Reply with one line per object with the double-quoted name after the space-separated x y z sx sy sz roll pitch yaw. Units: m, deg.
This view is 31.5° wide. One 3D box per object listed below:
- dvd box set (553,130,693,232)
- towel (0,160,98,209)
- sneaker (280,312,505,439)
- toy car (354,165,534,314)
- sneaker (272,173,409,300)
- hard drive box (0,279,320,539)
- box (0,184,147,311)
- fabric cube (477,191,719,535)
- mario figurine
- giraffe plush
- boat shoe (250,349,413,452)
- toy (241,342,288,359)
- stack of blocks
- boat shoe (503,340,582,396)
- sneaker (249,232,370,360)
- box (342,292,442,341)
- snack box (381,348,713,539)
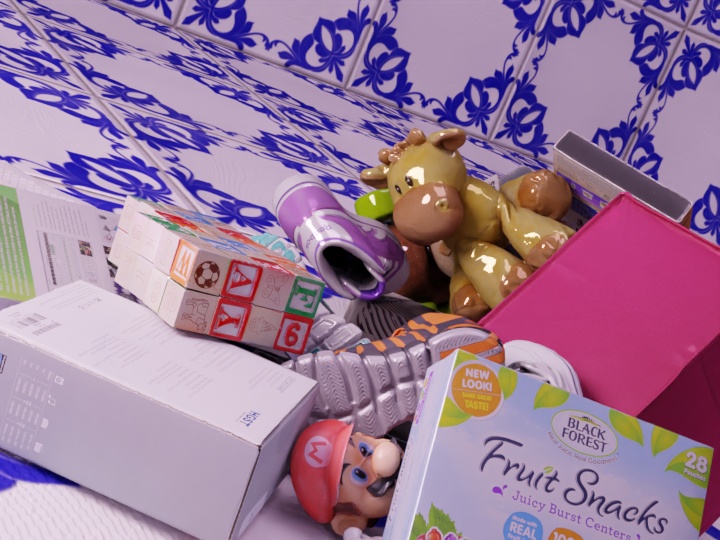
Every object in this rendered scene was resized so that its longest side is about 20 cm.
0.257 -0.038 1.270 0.146 0.029 0.201 35 -20 26 "dvd box set"
-0.320 -0.053 1.209 0.198 0.033 0.191 27 14 14 "towel"
0.014 0.085 0.993 0.197 0.079 0.112 -10 6 2 "sneaker"
0.118 -0.032 1.403 0.157 0.198 0.166 -2 71 -60 "toy car"
-0.001 0.000 1.174 0.200 0.073 0.115 32 18 -51 "sneaker"
-0.144 0.089 0.861 0.198 0.078 0.156 22 14 8 "hard drive box"
-0.234 0.000 1.064 0.198 0.036 0.145 16 35 -35 "box"
0.259 0.090 1.148 0.196 0.199 0.200 39 -15 48 "fabric cube"
0.046 0.158 0.894 0.198 0.107 0.124 23 15 -12 "mario figurine"
0.094 -0.063 1.226 0.161 0.173 0.201 32 23 -34 "giraffe plush"
-0.012 0.118 1.039 0.198 0.057 0.069 19 14 -21 "boat shoe"
-0.122 0.028 1.206 0.198 0.048 0.115 17 18 -27 "toy"
-0.129 -0.004 0.998 0.114 0.059 0.199 15 8 -35 "stack of blocks"
0.136 0.099 0.990 0.067 0.073 0.200 46 6 -27 "boat shoe"
-0.053 0.052 1.151 0.201 0.077 0.091 52 -7 31 "sneaker"
0.076 0.084 1.287 0.198 0.069 0.082 22 15 -7 "box"
0.121 0.168 0.845 0.198 0.170 0.068 22 -22 -11 "snack box"
